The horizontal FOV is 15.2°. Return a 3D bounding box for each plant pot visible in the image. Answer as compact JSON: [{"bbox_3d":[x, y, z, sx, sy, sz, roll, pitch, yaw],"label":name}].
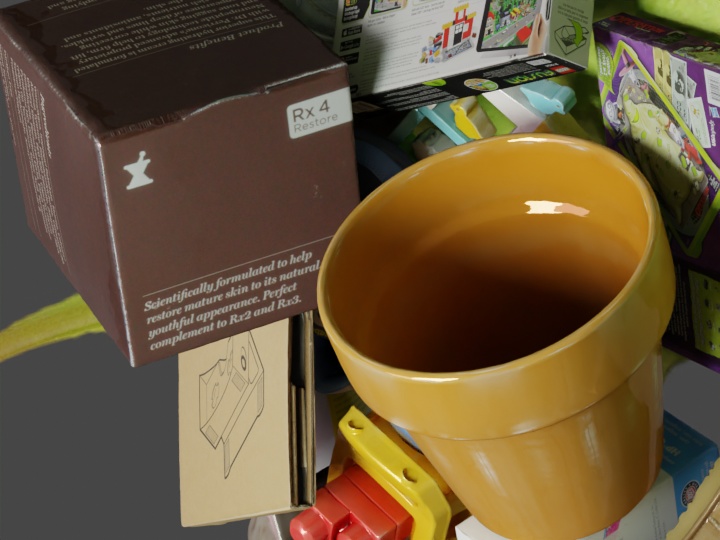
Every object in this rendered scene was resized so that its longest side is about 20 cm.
[{"bbox_3d":[0.096,0.053,1.566,0.200,0.200,0.183,32,154,45],"label":"plant pot"}]

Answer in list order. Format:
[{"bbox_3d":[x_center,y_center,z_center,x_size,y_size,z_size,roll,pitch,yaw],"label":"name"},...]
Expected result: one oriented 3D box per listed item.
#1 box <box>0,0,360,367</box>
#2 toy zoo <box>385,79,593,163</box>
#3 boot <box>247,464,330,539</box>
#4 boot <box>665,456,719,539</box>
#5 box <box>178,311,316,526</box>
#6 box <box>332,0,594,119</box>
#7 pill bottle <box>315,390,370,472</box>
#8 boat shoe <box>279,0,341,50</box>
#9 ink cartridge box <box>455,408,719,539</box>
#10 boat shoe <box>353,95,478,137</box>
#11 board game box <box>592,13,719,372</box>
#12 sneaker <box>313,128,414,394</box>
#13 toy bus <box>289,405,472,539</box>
[{"bbox_3d":[-0.113,-0.075,1.678,0.200,0.166,0.164,-132,30,-51],"label":"box"},{"bbox_3d":[0.087,-0.065,1.684,0.131,0.020,0.200,43,150,-1],"label":"toy zoo"},{"bbox_3d":[-0.005,0.210,1.903,0.064,0.200,0.187,-3,111,30],"label":"boot"},{"bbox_3d":[0.252,0.216,1.564,0.200,0.066,0.175,40,112,39],"label":"boot"},{"bbox_3d":[-0.078,0.084,1.799,0.200,0.021,0.164,160,110,-65],"label":"box"},{"bbox_3d":[0.059,-0.159,1.599,0.200,0.035,0.110,-8,70,51],"label":"box"},{"bbox_3d":[-0.050,0.076,1.977,0.104,0.104,0.200,18,124,53],"label":"pill bottle"},{"bbox_3d":[-0.036,-0.224,1.733,0.065,0.074,0.202,116,146,-46],"label":"boat shoe"},{"bbox_3d":[0.128,0.182,1.649,0.068,0.200,0.115,35,147,43],"label":"ink cartridge box"},{"bbox_3d":[0.024,-0.131,1.736,0.200,0.072,0.065,-32,47,54],"label":"boat shoe"},{"bbox_3d":[0.190,-0.040,1.553,0.120,0.032,0.200,23,131,48],"label":"board game box"},{"bbox_3d":[0.000,0.000,1.759,0.074,0.082,0.200,27,136,30],"label":"sneaker"},{"bbox_3d":[0.039,0.122,1.762,0.136,0.192,0.200,43,146,26],"label":"toy bus"}]
